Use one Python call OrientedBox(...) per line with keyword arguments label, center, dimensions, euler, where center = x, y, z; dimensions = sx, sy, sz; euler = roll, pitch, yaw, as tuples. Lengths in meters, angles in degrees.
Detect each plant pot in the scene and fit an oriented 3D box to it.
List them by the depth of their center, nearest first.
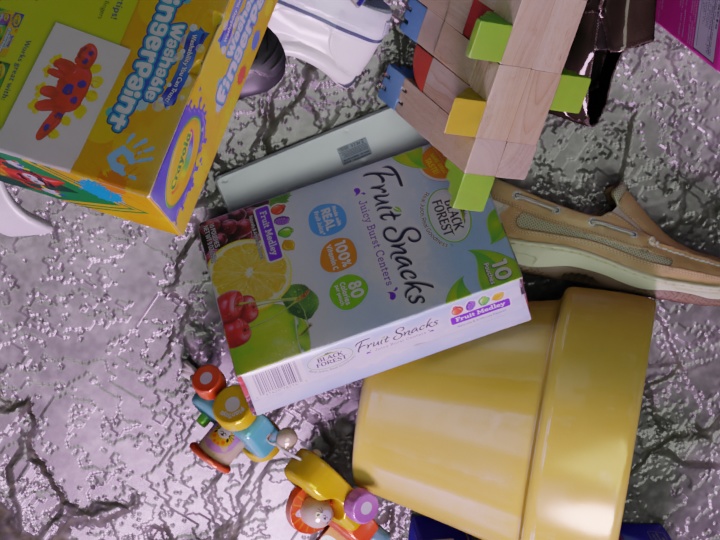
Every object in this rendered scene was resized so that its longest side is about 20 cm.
OrientedBox(label="plant pot", center=(0.098, 0.104, 1.339), dimensions=(0.187, 0.201, 0.203), euler=(9, 108, 9))

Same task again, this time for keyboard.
OrientedBox(label="keyboard", center=(-0.001, -0.078, 1.358), dimensions=(0.198, 0.011, 0.057), euler=(-22, 103, 2))

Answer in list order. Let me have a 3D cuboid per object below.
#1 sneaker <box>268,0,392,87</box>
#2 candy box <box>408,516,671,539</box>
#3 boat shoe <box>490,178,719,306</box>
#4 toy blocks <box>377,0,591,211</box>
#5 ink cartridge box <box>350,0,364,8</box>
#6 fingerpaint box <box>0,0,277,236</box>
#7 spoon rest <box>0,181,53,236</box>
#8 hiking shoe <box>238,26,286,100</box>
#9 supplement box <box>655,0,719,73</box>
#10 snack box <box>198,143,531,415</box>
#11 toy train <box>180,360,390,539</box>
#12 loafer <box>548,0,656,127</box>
OrientedBox(label="sneaker", center=(-0.079, -0.179, 1.283), dimensions=(0.199, 0.073, 0.071), euler=(22, 107, -10))
OrientedBox(label="candy box", center=(0.138, 0.243, 1.389), dimensions=(0.198, 0.169, 0.078), euler=(4, 105, -6))
OrientedBox(label="boat shoe", center=(0.181, -0.024, 1.362), dimensions=(0.198, 0.072, 0.077), euler=(11, 91, -10))
OrientedBox(label="toy blocks", center=(0.079, -0.159, 1.274), dimensions=(0.099, 0.137, 0.201), euler=(4, 115, -32))
OrientedBox(label="ink cartridge box", center=(-0.052, -0.267, 1.249), dimensions=(0.200, 0.037, 0.095), euler=(45, 55, -15))
OrientedBox(label="fingerpaint box", center=(-0.153, -0.143, 1.178), dimensions=(0.165, 0.073, 0.202), euler=(16, 75, 17))
OrientedBox(label="spoon rest", center=(-0.224, -0.127, 1.255), dimensions=(0.099, 0.060, 0.202), euler=(-5, 77, 32))
OrientedBox(label="hiking shoe", center=(-0.116, -0.108, 1.280), dimensions=(0.199, 0.076, 0.101), euler=(-10, 129, 38))
OrientedBox(label="supplement box", center=(0.260, -0.190, 1.241), dimensions=(0.100, 0.200, 0.104), euler=(3, 108, -6))
OrientedBox(label="snack box", center=(0.000, 0.000, 1.304), dimensions=(0.198, 0.143, 0.053), euler=(-18, 141, 0))
OrientedBox(label="toy train", center=(-0.059, 0.147, 1.356), dimensions=(0.200, 0.150, 0.056), euler=(41, 77, -8))
OrientedBox(label="loafer", center=(0.174, -0.180, 1.279), dimensions=(0.071, 0.073, 0.201), euler=(40, 130, 21))
